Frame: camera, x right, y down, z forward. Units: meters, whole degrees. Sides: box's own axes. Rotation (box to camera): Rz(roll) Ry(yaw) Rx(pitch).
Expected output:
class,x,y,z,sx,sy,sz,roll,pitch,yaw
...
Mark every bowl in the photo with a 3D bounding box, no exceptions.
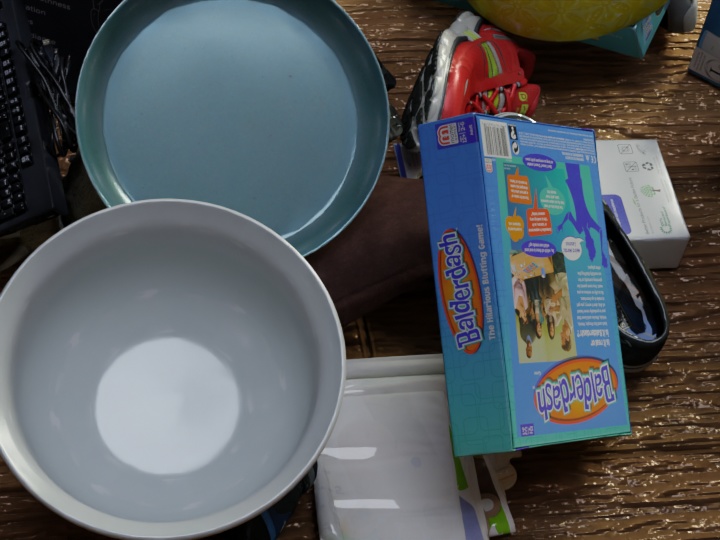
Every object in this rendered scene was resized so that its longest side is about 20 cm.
class,x,y,z,sx,sy,sz,roll,pitch,yaw
bowl,0.151,-0.279,1.374,0.200,0.108,0.200,-7,64,13
bowl,-0.110,0.068,1.071,0.201,0.090,0.201,1,67,-3

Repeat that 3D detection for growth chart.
class,x,y,z,sx,sy,sz,roll,pitch,yaw
growth chart,0.031,0.128,1.177,0.144,0.018,0.200,4,49,-6

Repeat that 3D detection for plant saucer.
class,x,y,z,sx,sy,sz,roll,pitch,yaw
plant saucer,-0.082,-0.097,1.199,0.200,0.027,0.200,1,83,-11

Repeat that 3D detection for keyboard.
class,x,y,z,sx,sy,sz,roll,pitch,yaw
keyboard,-0.234,-0.113,1.220,0.104,0.040,0.200,-21,57,3

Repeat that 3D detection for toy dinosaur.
class,x,y,z,sx,sy,sz,roll,pitch,yaw
toy dinosaur,-0.163,-0.073,1.246,0.077,0.200,0.102,38,25,-10

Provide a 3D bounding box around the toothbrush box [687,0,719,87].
class,x,y,z,sx,sy,sz,roll,pitch,yaw
toothbrush box,0.366,-0.177,1.412,0.200,0.147,0.085,31,51,15

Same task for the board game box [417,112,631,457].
class,x,y,z,sx,sy,sz,roll,pitch,yaw
board game box,0.103,0.009,1.160,0.152,0.045,0.200,2,80,-55

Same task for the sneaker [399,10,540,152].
class,x,y,z,sx,sy,sz,roll,pitch,yaw
sneaker,0.086,-0.132,1.349,0.085,0.077,0.200,26,30,3

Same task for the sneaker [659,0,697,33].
class,x,y,z,sx,sy,sz,roll,pitch,yaw
sneaker,0.195,-0.250,1.502,0.077,0.078,0.200,-30,56,-15

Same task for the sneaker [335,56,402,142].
class,x,y,z,sx,sy,sz,roll,pitch,yaw
sneaker,-0.026,-0.116,1.328,0.076,0.091,0.200,41,17,-14

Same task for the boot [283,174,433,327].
class,x,y,z,sx,sy,sz,roll,pitch,yaw
boot,0.000,0.000,1.200,0.166,0.072,0.200,-12,32,30

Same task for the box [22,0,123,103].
class,x,y,z,sx,sy,sz,roll,pitch,yaw
box,-0.165,-0.220,1.327,0.200,0.197,0.124,19,49,6

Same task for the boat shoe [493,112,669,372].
class,x,y,z,sx,sy,sz,roll,pitch,yaw
boat shoe,0.146,-0.026,1.260,0.069,0.057,0.200,-29,81,-18

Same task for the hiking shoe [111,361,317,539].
class,x,y,z,sx,sy,sz,roll,pitch,yaw
hiking shoe,-0.128,0.108,1.132,0.200,0.074,0.087,19,55,12

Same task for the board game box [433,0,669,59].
class,x,y,z,sx,sy,sz,roll,pitch,yaw
board game box,0.153,-0.260,1.453,0.200,0.047,0.151,20,72,24

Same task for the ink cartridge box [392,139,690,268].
class,x,y,z,sx,sy,sz,roll,pitch,yaw
ink cartridge box,0.124,-0.046,1.330,0.200,0.039,0.100,0,50,-11
